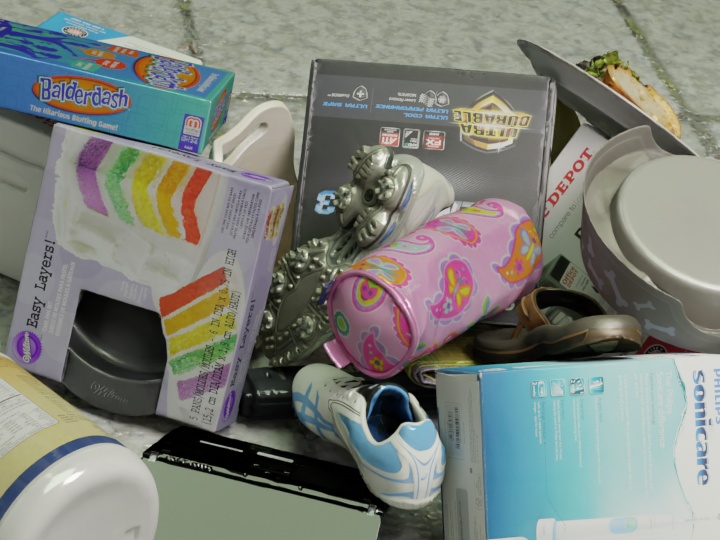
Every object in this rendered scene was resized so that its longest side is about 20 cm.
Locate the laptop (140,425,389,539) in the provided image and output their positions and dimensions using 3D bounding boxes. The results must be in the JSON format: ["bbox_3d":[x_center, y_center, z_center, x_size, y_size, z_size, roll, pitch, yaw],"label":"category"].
[{"bbox_3d":[-0.075,0.190,1.582,0.176,0.104,0.200,14,5,5],"label":"laptop"}]

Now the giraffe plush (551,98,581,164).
[{"bbox_3d":[0.182,-0.068,1.962,0.199,0.174,0.162,15,9,28],"label":"giraffe plush"}]

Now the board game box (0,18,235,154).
[{"bbox_3d":[-0.204,-0.144,1.733,0.198,0.045,0.152,13,13,0],"label":"board game box"}]

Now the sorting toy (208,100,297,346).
[{"bbox_3d":[-0.099,-0.035,1.776,0.106,0.181,0.200,20,32,17],"label":"sorting toy"}]

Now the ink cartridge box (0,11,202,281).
[{"bbox_3d":[-0.246,-0.098,1.869,0.146,0.146,0.200,21,32,16],"label":"ink cartridge box"}]

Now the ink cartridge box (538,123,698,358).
[{"bbox_3d":[0.217,0.001,1.793,0.200,0.147,0.083,40,9,22],"label":"ink cartridge box"}]

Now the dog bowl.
[{"bbox_3d":[0.254,-0.021,1.671,0.198,0.059,0.201,8,46,-8],"label":"dog bowl"}]

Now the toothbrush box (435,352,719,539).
[{"bbox_3d":[0.161,0.136,1.588,0.198,0.148,0.085,-4,1,-20],"label":"toothbrush box"}]

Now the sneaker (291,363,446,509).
[{"bbox_3d":[0.008,0.103,1.619,0.071,0.073,0.200,1,18,-26],"label":"sneaker"}]

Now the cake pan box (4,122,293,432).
[{"bbox_3d":[-0.162,0.006,1.683,0.183,0.202,0.052,18,11,16],"label":"cake pan box"}]

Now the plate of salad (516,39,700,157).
[{"bbox_3d":[0.213,-0.135,1.814,0.199,0.048,0.200,34,1,-1],"label":"plate of salad"}]

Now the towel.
[{"bbox_3d":[0.087,0.054,1.789,0.142,0.023,0.200,-1,17,-13],"label":"towel"}]

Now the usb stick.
[{"bbox_3d":[-0.001,0.091,1.742,0.198,0.033,0.056,-2,31,-19],"label":"usb stick"}]

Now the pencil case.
[{"bbox_3d":[0.054,0.012,1.646,0.087,0.088,0.200,27,33,26],"label":"pencil case"}]

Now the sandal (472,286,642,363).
[{"bbox_3d":[0.143,0.038,1.644,0.081,0.055,0.200,-3,-4,-17],"label":"sandal"}]

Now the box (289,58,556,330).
[{"bbox_3d":[0.049,-0.059,1.775,0.198,0.201,0.050,6,-9,7],"label":"box"}]

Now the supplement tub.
[{"bbox_3d":[-0.245,0.138,1.484,0.199,0.146,0.144,32,37,33],"label":"supplement tub"}]

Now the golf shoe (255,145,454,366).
[{"bbox_3d":[0.000,0.000,1.711,0.097,0.200,0.079,12,35,-45],"label":"golf shoe"}]
